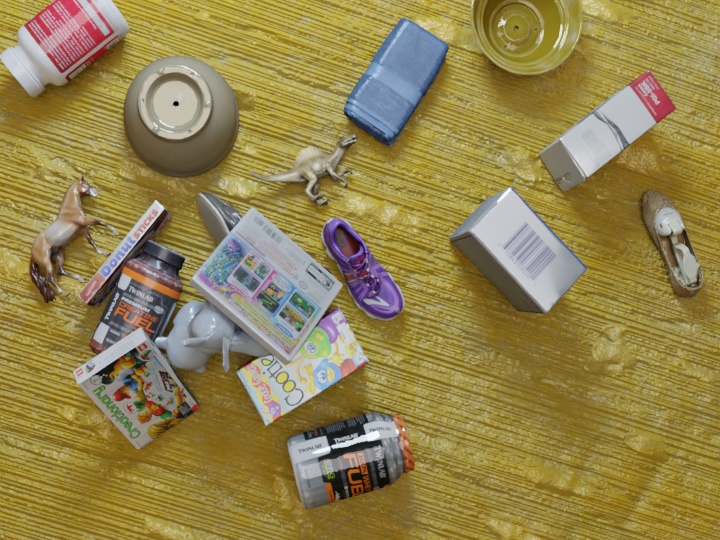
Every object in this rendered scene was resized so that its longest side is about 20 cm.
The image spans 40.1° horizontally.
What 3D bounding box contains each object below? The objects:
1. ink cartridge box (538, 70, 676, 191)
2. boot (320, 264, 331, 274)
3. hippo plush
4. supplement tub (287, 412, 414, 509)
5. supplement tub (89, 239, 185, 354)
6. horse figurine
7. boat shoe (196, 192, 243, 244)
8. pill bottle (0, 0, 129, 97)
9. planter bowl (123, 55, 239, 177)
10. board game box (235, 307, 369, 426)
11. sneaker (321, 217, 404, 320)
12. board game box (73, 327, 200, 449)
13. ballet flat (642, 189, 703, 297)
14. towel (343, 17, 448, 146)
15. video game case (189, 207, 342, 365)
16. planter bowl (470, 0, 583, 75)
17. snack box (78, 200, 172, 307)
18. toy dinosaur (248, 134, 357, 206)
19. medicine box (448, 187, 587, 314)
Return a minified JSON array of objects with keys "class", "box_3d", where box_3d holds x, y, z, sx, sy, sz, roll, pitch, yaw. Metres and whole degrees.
[{"class":"ink cartridge box","box_3d":[0.417,-0.236,1.685,0.199,0.147,0.083,-37,90,-6]},{"class":"boot","box_3d":[-0.142,0.030,1.658,0.196,0.075,0.075,-16,91,-5]},{"class":"hippo plush","box_3d":[-0.233,0.109,1.591,0.158,0.160,0.202,32,45,-22]},{"class":"supplement tub","box_3d":[-0.016,0.310,1.634,0.196,0.123,0.125,-16,89,-6]},{"class":"supplement tub","box_3d":[-0.360,0.056,1.620,0.105,0.107,0.203,24,86,-4]},{"class":"horse figurine","box_3d":[-0.488,-0.045,1.637,0.132,0.050,0.201,41,91,10]},{"class":"boat shoe","box_3d":[-0.201,-0.059,1.656,0.057,0.067,0.201,-30,71,-31]},{"class":"pill bottle","box_3d":[-0.489,-0.380,1.623,0.199,0.112,0.113,-40,91,-6]},{"class":"planter bowl","box_3d":[-0.301,-0.265,1.625,0.196,0.135,0.205,0,87,-5]},{"class":"board game box","box_3d":[-0.097,0.158,1.641,0.198,0.103,0.106,-31,90,-6]},{"class":"sneaker","box_3d":[0.000,0.000,1.668,0.080,0.083,0.201,-39,92,-5]},{"class":"board game box","box_3d":[-0.356,0.193,1.587,0.125,0.035,0.201,-33,136,-6]},{"class":"ballet flat","box_3d":[0.556,-0.050,1.731,0.069,0.065,0.203,-24,90,-6]},{"class":"towel","box_3d":[0.061,-0.327,1.705,0.111,0.049,0.202,33,86,-3]},{"class":"video game case","box_3d":[-0.146,0.022,1.563,0.199,0.024,0.183,40,51,-5]},{"class":"planter bowl","box_3d":[0.279,-0.431,1.712,0.196,0.083,0.205,0,87,-5]},{"class":"snack box","box_3d":[-0.389,-0.026,1.637,0.024,0.072,0.201,38,85,3]},{"class":"toy dinosaur","box_3d":[-0.086,-0.163,1.690,0.197,0.058,0.102,-24,75,-14]},{"class":"medicine box","box_3d":[0.255,-0.029,1.634,0.103,0.200,0.182,-44,92,-3]}]
